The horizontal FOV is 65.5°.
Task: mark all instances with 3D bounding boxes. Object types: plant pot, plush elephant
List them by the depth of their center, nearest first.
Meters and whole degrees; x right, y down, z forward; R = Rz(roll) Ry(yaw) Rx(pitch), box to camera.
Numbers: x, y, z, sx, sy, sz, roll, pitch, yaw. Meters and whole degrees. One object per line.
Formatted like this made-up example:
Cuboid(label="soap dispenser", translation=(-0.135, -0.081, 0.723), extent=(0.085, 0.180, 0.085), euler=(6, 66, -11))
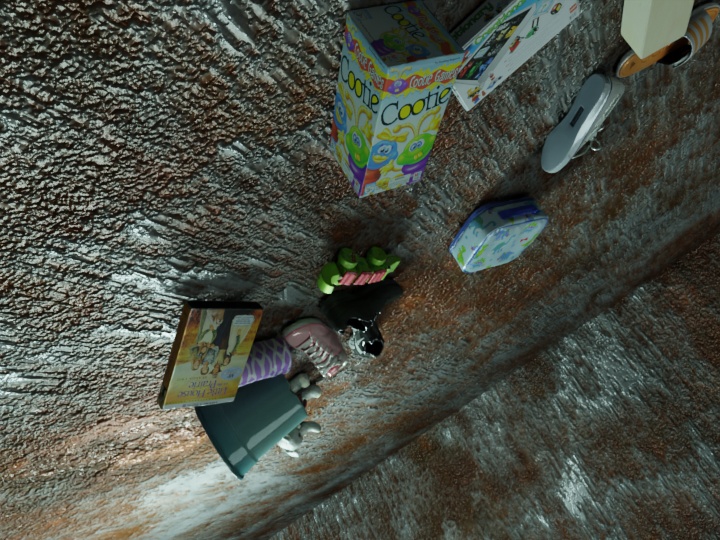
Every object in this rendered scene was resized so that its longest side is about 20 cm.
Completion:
Cuboid(label="plant pot", translation=(-0.233, 0.316, 1.240), extent=(0.195, 0.201, 0.201), euler=(-33, 155, -14))
Cuboid(label="plush elephant", translation=(-0.174, 0.385, 1.439), extent=(0.198, 0.156, 0.165), euler=(-27, 154, -9))

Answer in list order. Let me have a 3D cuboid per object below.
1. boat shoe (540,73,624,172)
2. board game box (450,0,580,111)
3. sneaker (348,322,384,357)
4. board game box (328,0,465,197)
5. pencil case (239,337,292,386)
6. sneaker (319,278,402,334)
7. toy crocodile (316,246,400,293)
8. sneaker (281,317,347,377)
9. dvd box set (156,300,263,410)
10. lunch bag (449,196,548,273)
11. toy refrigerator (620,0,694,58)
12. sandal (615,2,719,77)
Cuboid(label="boat shoe", translation=(0.415, -0.263, 1.032), extent=(0.085, 0.075, 0.204), euler=(2, 135, -21))
Cuboid(label="board game box", translation=(0.196, -0.318, 0.751), extent=(0.199, 0.035, 0.126), euler=(-39, 154, 15))
Cuboid(label="sneaker", translation=(0.017, 0.181, 1.363), extent=(0.066, 0.091, 0.201), euler=(-21, 152, -15))
Cuboid(label="board game box", translation=(0.035, -0.206, 0.695), extent=(0.102, 0.106, 0.201), euler=(-19, 151, -22))
Cuboid(label="pencil case", translation=(-0.235, 0.196, 1.128), extent=(0.198, 0.084, 0.086), euler=(-11, 137, -37))
Cuboid(label="sneaker", translation=(0.012, 0.082, 1.190), extent=(0.197, 0.091, 0.076), euler=(-18, 150, -27))
Cuboid(label="toy crocodile", translation=(0.000, 0.000, 1.064), extent=(0.198, 0.062, 0.068), euler=(-6, 145, -42))
Cuboid(label="sneaker", translation=(-0.089, 0.172, 1.223), extent=(0.075, 0.106, 0.200), euler=(-34, 153, 13))
Cuboid(label="dvd box set", translation=(-0.263, 0.148, 0.983), extent=(0.145, 0.029, 0.203), euler=(5, 114, -44))
Cuboid(label="lunch bag", translation=(0.303, -0.082, 1.222), extent=(0.197, 0.083, 0.162), euler=(-14, 150, -31))
Cuboid(label="toy refrigerator", translation=(0.432, -0.411, 0.807), extent=(0.075, 0.071, 0.200), euler=(-28, 154, 11))
Cuboid(label="sandal", translation=(0.547, -0.385, 0.982), extent=(0.205, 0.060, 0.079), euler=(-31, 154, 0))
